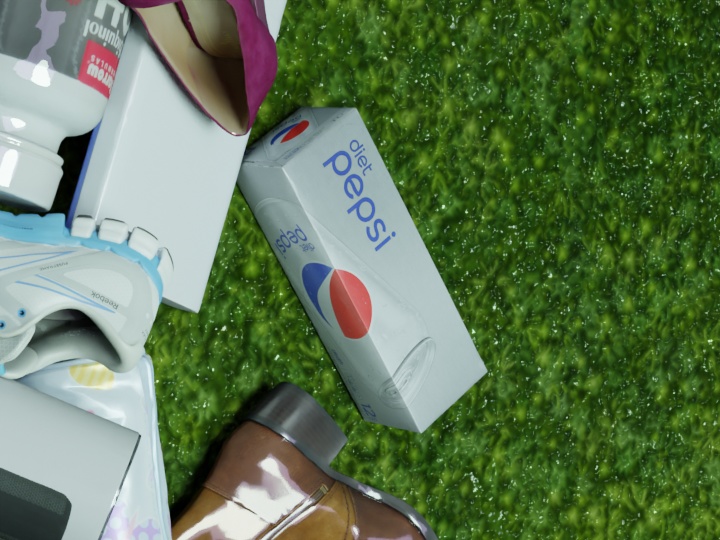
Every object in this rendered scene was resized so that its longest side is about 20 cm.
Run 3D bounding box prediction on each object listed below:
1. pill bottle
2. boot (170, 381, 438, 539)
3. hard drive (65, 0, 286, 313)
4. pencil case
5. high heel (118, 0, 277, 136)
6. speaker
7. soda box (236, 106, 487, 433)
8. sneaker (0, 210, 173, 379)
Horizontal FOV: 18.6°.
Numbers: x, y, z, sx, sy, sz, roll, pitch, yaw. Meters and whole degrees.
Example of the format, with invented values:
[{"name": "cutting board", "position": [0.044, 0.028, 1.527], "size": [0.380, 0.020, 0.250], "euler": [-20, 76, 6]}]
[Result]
[{"name": "pill bottle", "position": [-0.180, -0.139, 1.189], "size": [0.110, 0.110, 0.202], "euler": [19, 83, -36]}, {"name": "boot", "position": [-0.052, 0.201, 1.338], "size": [0.200, 0.068, 0.189], "euler": [-49, 120, -22]}, {"name": "hard drive", "position": [-0.105, -0.088, 1.270], "size": [0.132, 0.025, 0.202], "euler": [29, 75, -62]}, {"name": "pencil case", "position": [-0.141, 0.143, 1.231], "size": [0.083, 0.090, 0.202], "euler": [-7, 83, -56]}, {"name": "high heel", "position": [-0.089, -0.124, 1.170], "size": [0.200, 0.067, 0.097], "euler": [-1, 92, -68]}, {"name": "speaker", "position": [-0.220, 0.083, 1.146], "size": [0.199, 0.081, 0.082], "euler": [24, 79, -5]}, {"name": "soda box", "position": [0.000, 0.000, 1.362], "size": [0.068, 0.063, 0.201], "euler": [-39, 115, -27]}, {"name": "sneaker", "position": [-0.201, 0.012, 1.153], "size": [0.198, 0.075, 0.087], "euler": [6, 51, 0]}]
